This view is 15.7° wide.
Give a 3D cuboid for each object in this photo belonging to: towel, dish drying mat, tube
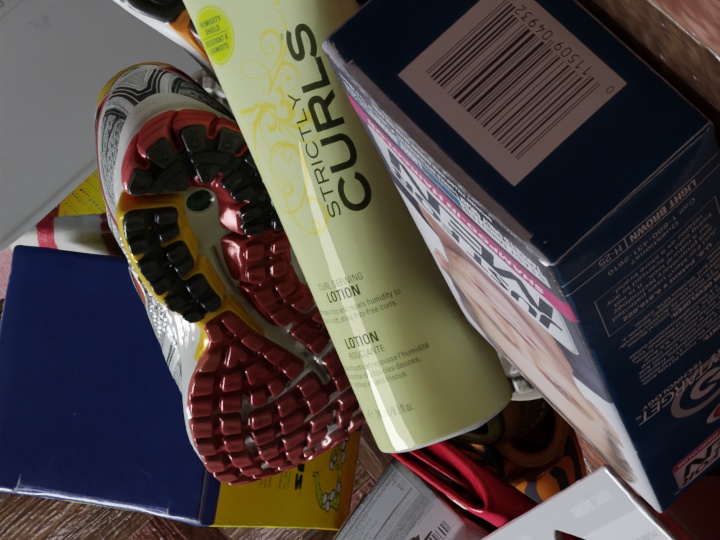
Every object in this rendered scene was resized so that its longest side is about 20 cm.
[{"bbox_3d":[-0.096,-0.015,1.238,0.144,0.200,0.023,95,170,-81],"label":"towel"},{"bbox_3d":[0.074,0.110,1.119,0.077,0.018,0.200,34,178,36],"label":"dish drying mat"},{"bbox_3d":[-0.009,-0.037,0.891,0.052,0.058,0.200,-100,-12,-83],"label":"tube"}]

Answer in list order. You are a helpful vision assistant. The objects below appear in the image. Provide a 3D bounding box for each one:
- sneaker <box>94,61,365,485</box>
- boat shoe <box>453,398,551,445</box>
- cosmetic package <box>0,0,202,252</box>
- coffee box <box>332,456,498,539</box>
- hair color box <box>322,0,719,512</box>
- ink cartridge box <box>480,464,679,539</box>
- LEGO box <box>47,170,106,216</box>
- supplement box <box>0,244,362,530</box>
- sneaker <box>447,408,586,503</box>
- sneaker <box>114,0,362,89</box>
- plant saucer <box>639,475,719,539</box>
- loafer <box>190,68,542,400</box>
[{"bbox_3d":[-0.049,0.002,1.000,0.082,0.078,0.200,-121,12,-47],"label":"sneaker"},{"bbox_3d":[0.000,0.000,1.100,0.200,0.068,0.072,32,134,22],"label":"boat shoe"},{"bbox_3d":[-0.176,-0.146,1.138,0.200,0.165,0.165,51,175,-23],"label":"cosmetic package"},{"bbox_3d":[0.053,0.155,1.165,0.114,0.080,0.200,35,179,-8],"label":"coffee box"},{"bbox_3d":[0.063,-0.010,0.774,0.100,0.061,0.200,46,175,28],"label":"hair color box"},{"bbox_3d":[0.137,0.140,0.967,0.176,0.045,0.200,49,164,3],"label":"ink cartridge box"},{"bbox_3d":[-0.066,-0.005,1.433,0.149,0.077,0.200,20,-170,-31],"label":"LEGO box"},{"bbox_3d":[-0.078,0.058,1.201,0.109,0.110,0.200,8,177,19],"label":"supplement box"},{"bbox_3d":[0.068,0.078,1.237,0.200,0.078,0.112,53,174,-37],"label":"sneaker"},{"bbox_3d":[-0.052,-0.106,0.957,0.200,0.076,0.092,50,179,-5],"label":"sneaker"},{"bbox_3d":[0.196,0.167,1.078,0.200,0.037,0.200,47,173,17],"label":"plant saucer"},{"bbox_3d":[0.014,-0.023,1.032,0.200,0.076,0.068,37,-152,22],"label":"loafer"}]
